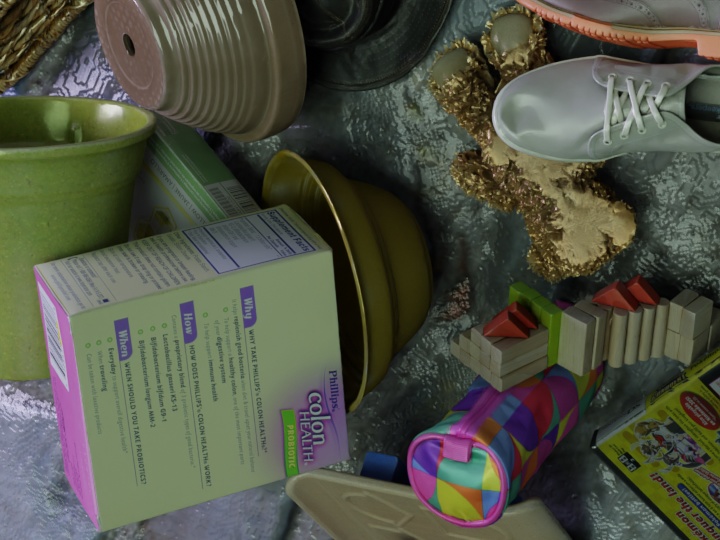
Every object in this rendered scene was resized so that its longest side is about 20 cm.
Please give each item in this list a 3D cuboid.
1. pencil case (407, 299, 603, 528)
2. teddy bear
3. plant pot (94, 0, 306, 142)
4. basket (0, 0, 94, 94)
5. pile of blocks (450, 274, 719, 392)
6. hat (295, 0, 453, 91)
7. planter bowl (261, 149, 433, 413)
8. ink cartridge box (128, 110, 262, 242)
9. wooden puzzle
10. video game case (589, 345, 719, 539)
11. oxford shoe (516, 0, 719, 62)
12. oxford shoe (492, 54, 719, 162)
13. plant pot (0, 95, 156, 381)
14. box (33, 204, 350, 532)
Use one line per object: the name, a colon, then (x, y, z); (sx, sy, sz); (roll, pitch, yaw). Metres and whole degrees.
pencil case: (0.108, 0.103, 1.524); (0.088, 0.200, 0.089); (14, 123, 22)
teddy bear: (0.129, -0.093, 1.519); (0.200, 0.067, 0.145); (44, 104, 7)
plant pot: (-0.131, -0.179, 1.544); (0.201, 0.092, 0.202); (42, 146, 37)
basket: (-0.308, -0.230, 1.639); (0.200, 0.143, 0.149); (-39, 88, 32)
pile of blocks: (0.164, 0.028, 1.503); (0.199, 0.082, 0.062); (-7, 125, -12)
hat: (-0.034, -0.220, 1.539); (0.199, 0.081, 0.202); (10, 113, 25)
planter bowl: (0.000, 0.000, 1.579); (0.200, 0.083, 0.202); (166, 90, -71)
ink cartridge box: (-0.157, -0.009, 1.669); (0.146, 0.048, 0.200); (49, 128, 21)
wooden puzzle: (0.065, 0.187, 1.612); (0.199, 0.185, 0.047); (4, 67, 23)
video game case: (0.296, 0.143, 1.512); (0.200, 0.026, 0.181); (44, 122, -11)
oxford shoe: (0.206, -0.187, 1.447); (0.199, 0.071, 0.073); (12, 96, 16)
oxford shoe: (0.189, -0.112, 1.445); (0.198, 0.058, 0.076); (2, 89, 7)
plant pot: (-0.251, -0.023, 1.586); (0.199, 0.200, 0.186); (8, 107, 24)
box: (-0.120, 0.068, 1.534); (0.097, 0.199, 0.177); (-135, 36, -57)
